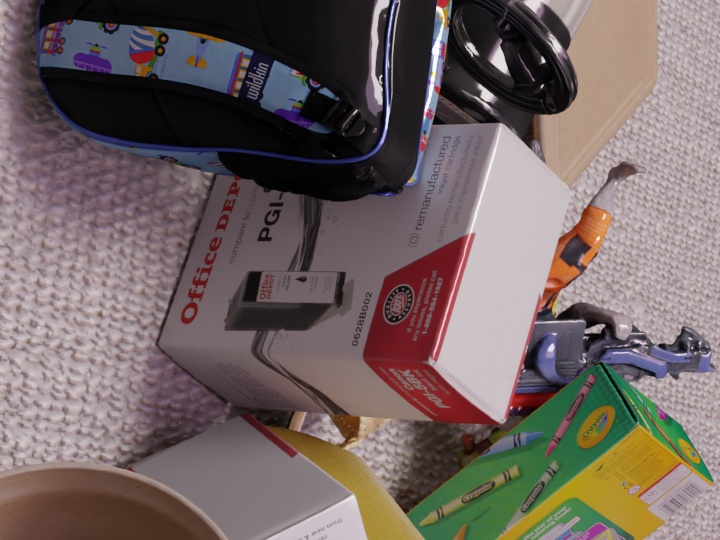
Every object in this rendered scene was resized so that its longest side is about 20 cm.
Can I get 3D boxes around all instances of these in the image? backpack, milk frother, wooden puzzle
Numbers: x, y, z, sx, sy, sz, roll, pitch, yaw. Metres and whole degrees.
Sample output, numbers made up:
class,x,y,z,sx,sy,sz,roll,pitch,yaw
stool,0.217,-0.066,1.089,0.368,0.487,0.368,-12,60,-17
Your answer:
class,x,y,z,sx,sy,sz,roll,pitch,yaw
backpack,-0.063,-0.131,1.199,0.134,0.198,0.184,33,61,-72
milk frother,0.101,-0.181,1.350,0.180,0.199,0.189,38,76,-46
wooden puzzle,0.159,-0.162,1.589,0.185,0.037,0.201,-47,146,-43

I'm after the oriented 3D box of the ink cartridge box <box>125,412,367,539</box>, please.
class,x,y,z,sx,sy,sz,roll,pitch,yaw
ink cartridge box,-0.042,0.200,1.235,0.083,0.145,0.201,-24,114,-20

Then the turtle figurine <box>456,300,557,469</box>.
class,x,y,z,sx,sy,sz,roll,pitch,yaw
turtle figurine,0.117,0.079,1.559,0.199,0.064,0.163,-27,107,-38

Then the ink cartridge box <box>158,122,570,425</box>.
class,x,y,z,sx,sy,sz,roll,pitch,yaw
ink cartridge box,0.000,0.000,1.276,0.083,0.199,0.148,39,61,-45

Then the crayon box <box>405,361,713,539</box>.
class,x,y,z,sx,sy,sz,roll,pitch,yaw
crayon box,0.116,0.158,1.469,0.119,0.200,0.058,36,19,-50

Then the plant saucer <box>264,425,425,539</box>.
class,x,y,z,sx,sy,sz,roll,pitch,yaw
plant saucer,0.020,0.203,1.283,0.048,0.200,0.201,-24,138,-17

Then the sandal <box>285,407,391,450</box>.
class,x,y,z,sx,sy,sz,roll,pitch,yaw
sandal,0.003,0.058,1.373,0.078,0.069,0.213,115,-6,-64

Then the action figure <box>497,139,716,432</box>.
class,x,y,z,sx,sy,sz,roll,pitch,yaw
action figure,0.132,0.020,1.483,0.198,0.105,0.195,7,99,-21

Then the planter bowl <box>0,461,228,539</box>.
class,x,y,z,sx,sy,sz,roll,pitch,yaw
planter bowl,-0.144,0.214,1.119,0.135,0.199,0.201,89,24,-58
